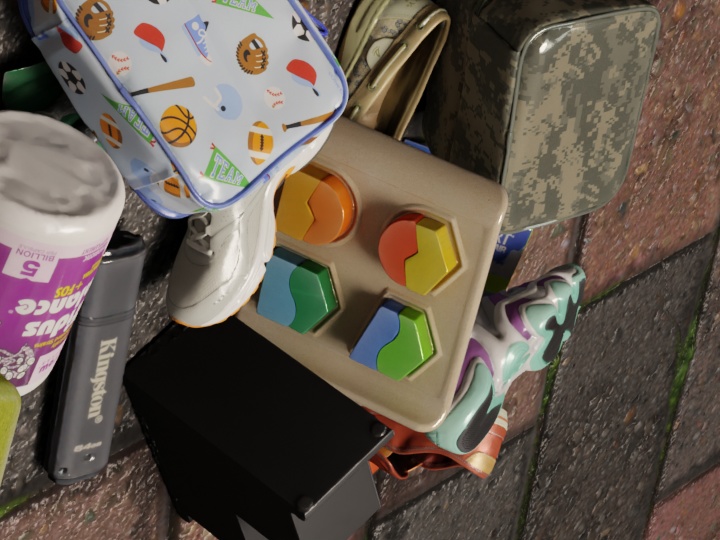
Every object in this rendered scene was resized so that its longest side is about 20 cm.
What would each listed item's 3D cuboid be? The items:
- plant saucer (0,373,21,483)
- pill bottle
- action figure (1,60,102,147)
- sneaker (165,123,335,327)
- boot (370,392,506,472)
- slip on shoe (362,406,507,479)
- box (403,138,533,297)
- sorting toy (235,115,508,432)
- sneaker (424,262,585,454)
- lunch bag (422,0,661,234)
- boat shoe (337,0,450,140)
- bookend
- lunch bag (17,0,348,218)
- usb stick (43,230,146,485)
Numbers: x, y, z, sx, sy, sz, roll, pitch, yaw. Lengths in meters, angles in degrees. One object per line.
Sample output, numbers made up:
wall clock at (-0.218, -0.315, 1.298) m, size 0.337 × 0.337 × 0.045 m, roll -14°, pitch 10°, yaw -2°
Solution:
plant saucer at (-0.274, 0.102, 1.322) m, size 0.048 × 0.200 × 0.201 m, roll -8°, pitch 124°, yaw -45°
pill bottle at (-0.228, 0.009, 1.375) m, size 0.112 × 0.112 × 0.200 m, roll -17°, pitch 144°, yaw -46°
action figure at (-0.137, -0.133, 1.448) m, size 0.200 × 0.055 × 0.118 m, roll -43°, pitch 143°, yaw -29°
sneaker at (-0.098, -0.060, 1.555) m, size 0.092 × 0.076 × 0.201 m, roll 24°, pitch 90°, yaw -50°
boot at (0.043, 0.125, 1.867) m, size 0.200 × 0.107 × 0.075 m, roll -50°, pitch 150°, yaw -7°
slip on shoe at (0.023, 0.134, 1.770) m, size 0.074 × 0.199 × 0.062 m, roll 33°, pitch 63°, yaw -56°
box at (0.053, 0.009, 1.777) m, size 0.121 × 0.048 × 0.201 m, roll 18°, pitch 107°, yaw -17°
sorting toy at (0.000, 0.000, 1.622) m, size 0.036 × 0.184 × 0.201 m, roll -32°, pitch 142°, yaw -59°
sneaker at (0.076, 0.039, 1.723) m, size 0.200 × 0.140 × 0.078 m, roll -44°, pitch 152°, yaw -35°
lunch bag at (0.118, -0.156, 1.664) m, size 0.139 × 0.168 × 0.201 m, roll -18°, pitch 134°, yaw -28°
boat shoe at (0.007, -0.114, 1.646) m, size 0.073 × 0.063 × 0.201 m, roll -11°, pitch 126°, yaw -50°
bookend at (-0.062, 0.153, 1.659) m, size 0.092 × 0.200 × 0.199 m, roll -42°, pitch 145°, yaw -21°
lunch bag at (-0.104, -0.139, 1.377) m, size 0.160 × 0.075 × 0.200 m, roll -43°, pitch 108°, yaw -29°
usb stick at (-0.188, 0.063, 1.565) m, size 0.055 × 0.033 × 0.201 m, roll -20°, pitch 133°, yaw -45°
